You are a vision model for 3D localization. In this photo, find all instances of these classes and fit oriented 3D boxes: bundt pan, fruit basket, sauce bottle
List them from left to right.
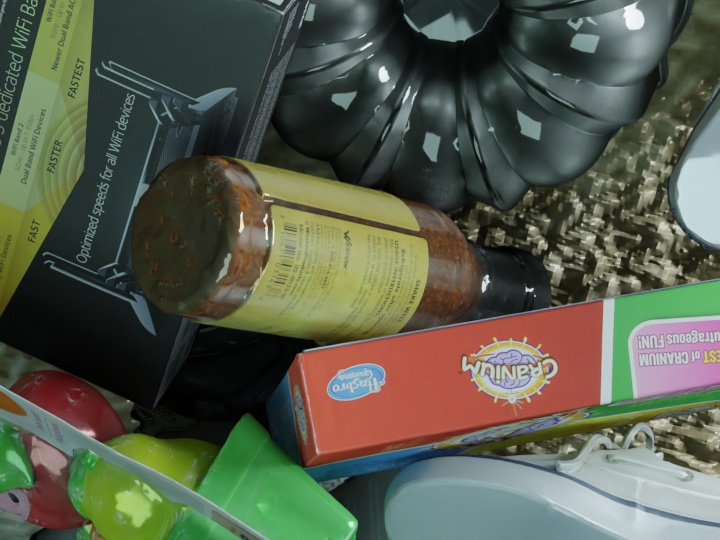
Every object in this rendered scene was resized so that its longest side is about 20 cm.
[{"bbox_3d":[-0.103,0.097,0.932,0.200,0.094,0.185,23,163,4],"label":"fruit basket"},{"bbox_3d":[0.000,0.000,0.911,0.200,0.066,0.066,13,129,-46],"label":"sauce bottle"},{"bbox_3d":[0.036,-0.109,0.931,0.201,0.076,0.202,3,118,6],"label":"bundt pan"}]

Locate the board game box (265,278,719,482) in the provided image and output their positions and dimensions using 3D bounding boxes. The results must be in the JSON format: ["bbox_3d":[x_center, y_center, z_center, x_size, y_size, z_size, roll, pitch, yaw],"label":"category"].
[{"bbox_3d":[0.067,0.046,0.938,0.199,0.153,0.040,-10,81,-8],"label":"board game box"}]

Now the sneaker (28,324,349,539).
[{"bbox_3d":[-0.093,0.072,1.053,0.200,0.076,0.114,-28,106,20],"label":"sneaker"}]

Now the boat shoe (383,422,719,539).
[{"bbox_3d":[0.112,0.102,0.974,0.201,0.086,0.075,9,122,4],"label":"boat shoe"}]

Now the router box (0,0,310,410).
[{"bbox_3d":[-0.121,-0.061,0.924,0.157,0.052,0.200,24,123,4],"label":"router box"}]

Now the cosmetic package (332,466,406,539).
[{"bbox_3d":[-0.006,0.176,1.068,0.090,0.107,0.200,32,122,-26],"label":"cosmetic package"}]

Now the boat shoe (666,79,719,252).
[{"bbox_3d":[0.190,-0.096,0.921,0.074,0.065,0.200,42,95,-6],"label":"boat shoe"}]
